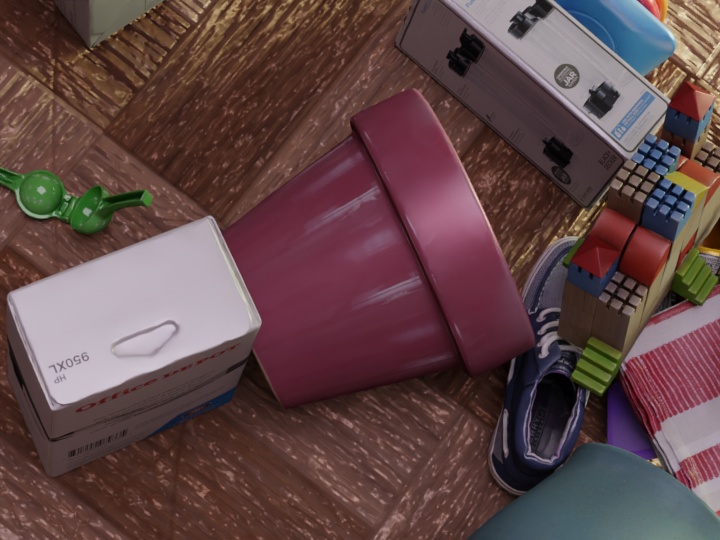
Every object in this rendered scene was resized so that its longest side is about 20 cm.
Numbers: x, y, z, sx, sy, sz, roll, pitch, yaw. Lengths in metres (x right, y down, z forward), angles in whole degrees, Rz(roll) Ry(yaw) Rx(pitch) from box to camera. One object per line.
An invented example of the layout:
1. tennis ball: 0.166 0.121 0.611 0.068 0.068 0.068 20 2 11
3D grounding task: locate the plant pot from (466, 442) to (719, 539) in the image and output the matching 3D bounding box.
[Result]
1. plant pot: 0.147 0.224 1.286 0.200 0.200 0.188 38 72 4

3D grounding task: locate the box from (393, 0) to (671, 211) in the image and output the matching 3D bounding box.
1. box: 0.125 -0.146 1.449 0.200 0.117 0.060 40 71 5

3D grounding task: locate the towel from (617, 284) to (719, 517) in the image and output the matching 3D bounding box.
1. towel: 0.274 0.110 1.371 0.143 0.023 0.201 -23 82 -16

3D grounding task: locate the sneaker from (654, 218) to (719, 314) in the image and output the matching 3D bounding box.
1. sneaker: 0.236 0.016 1.434 0.077 0.082 0.202 10 72 -7

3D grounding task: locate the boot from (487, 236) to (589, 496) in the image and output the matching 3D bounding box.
1. boot: 0.146 0.060 1.400 0.072 0.090 0.202 16 71 -4

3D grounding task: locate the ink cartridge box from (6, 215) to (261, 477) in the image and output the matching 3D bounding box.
1. ink cartridge box: -0.154 0.054 1.293 0.144 0.200 0.085 -22 78 -16

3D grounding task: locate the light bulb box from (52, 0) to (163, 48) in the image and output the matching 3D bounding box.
1. light bulb box: -0.181 -0.312 1.444 0.198 0.125 0.201 -35 80 -17

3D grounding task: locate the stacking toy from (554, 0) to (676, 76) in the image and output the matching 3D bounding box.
1. stacking toy: 0.207 -0.245 1.511 0.116 0.110 0.201 38 59 -12

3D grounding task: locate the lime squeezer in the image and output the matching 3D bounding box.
1. lime squeezer: -0.221 -0.054 1.391 0.199 0.071 0.038 16 86 27

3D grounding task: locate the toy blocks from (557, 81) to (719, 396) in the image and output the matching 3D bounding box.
1. toy blocks: 0.197 -0.032 1.328 0.099 0.137 0.200 30 65 17

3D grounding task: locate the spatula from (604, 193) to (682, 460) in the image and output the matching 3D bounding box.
1. spatula: 0.195 0.037 1.408 0.056 0.021 0.202 -11 76 25

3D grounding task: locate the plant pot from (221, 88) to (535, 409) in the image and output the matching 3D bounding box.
1. plant pot: 0.000 0.000 1.352 0.178 0.200 0.201 -25 78 -1
